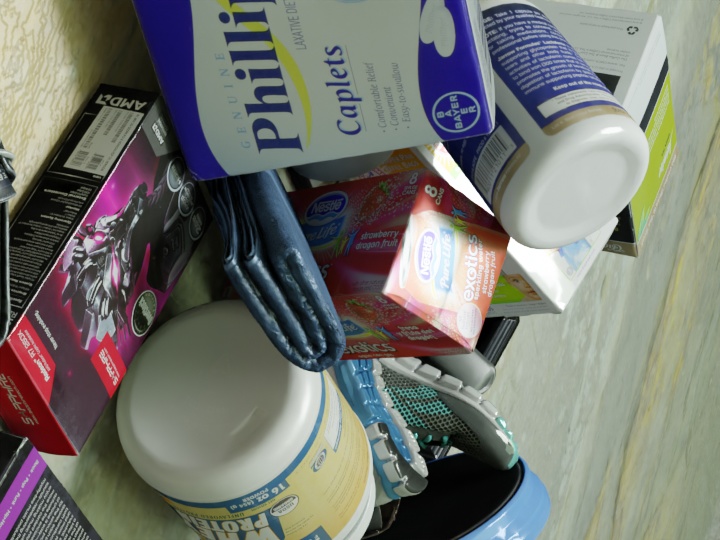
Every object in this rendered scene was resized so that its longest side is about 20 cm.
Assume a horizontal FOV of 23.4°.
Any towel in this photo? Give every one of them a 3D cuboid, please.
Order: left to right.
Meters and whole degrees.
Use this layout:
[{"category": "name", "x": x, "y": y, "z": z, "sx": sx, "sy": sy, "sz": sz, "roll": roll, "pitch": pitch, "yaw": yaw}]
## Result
[{"category": "towel", "x": -0.064, "y": -0.022, "z": 1.159, "sx": 0.112, "sy": 0.048, "sz": 0.200, "roll": 62, "pitch": 2, "yaw": -34}]

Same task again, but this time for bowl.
[{"category": "bowl", "x": 0.057, "y": 0.210, "z": 1.433, "sx": 0.201, "sy": 0.200, "sz": 0.040, "roll": -43, "pitch": 114, "yaw": -53}]

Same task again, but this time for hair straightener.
[{"category": "hair straightener", "x": 0.043, "y": 0.026, "z": 1.434, "sx": 0.041, "sy": 0.077, "sz": 0.200, "roll": -43, "pitch": 101, "yaw": -19}]

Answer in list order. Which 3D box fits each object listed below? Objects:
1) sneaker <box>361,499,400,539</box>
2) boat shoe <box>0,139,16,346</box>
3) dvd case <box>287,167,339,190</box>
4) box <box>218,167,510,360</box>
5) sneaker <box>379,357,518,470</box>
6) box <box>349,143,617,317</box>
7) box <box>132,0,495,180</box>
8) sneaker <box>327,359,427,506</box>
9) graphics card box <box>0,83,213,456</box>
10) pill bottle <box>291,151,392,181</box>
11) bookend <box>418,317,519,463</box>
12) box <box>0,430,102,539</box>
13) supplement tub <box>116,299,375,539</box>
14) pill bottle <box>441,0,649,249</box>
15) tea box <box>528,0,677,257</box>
[{"category": "sneaker", "x": -0.046, "y": 0.206, "z": 1.376, "sx": 0.200, "sy": 0.106, "sz": 0.075, "roll": -55, "pitch": 148, "yaw": -42}, {"category": "boat shoe", "x": -0.214, "y": -0.052, "z": 0.924, "sx": 0.072, "sy": 0.068, "sz": 0.201, "roll": -30, "pitch": 128, "yaw": -60}, {"category": "dvd case", "x": -0.016, "y": -0.163, "z": 1.381, "sx": 0.201, "sy": 0.017, "sz": 0.143, "roll": -65, "pitch": 153, "yaw": -28}, {"category": "box", "x": 0.000, "y": 0.000, "z": 1.252, "sx": 0.095, "sy": 0.200, "sz": 0.100, "roll": 34, "pitch": 67, "yaw": -32}, {"category": "sneaker", "x": 0.034, "y": 0.119, "z": 1.435, "sx": 0.091, "sy": 0.200, "sz": 0.078, "roll": -55, "pitch": 166, "yaw": -17}, {"category": "box", "x": 0.090, "y": -0.066, "z": 1.387, "sx": 0.200, "sy": 0.112, "sz": 0.102, "roll": 47, "pitch": 62, "yaw": -23}, {"category": "box", "x": -0.030, "y": -0.168, "z": 1.077, "sx": 0.105, "sy": 0.199, "sz": 0.184, "roll": -87, "pitch": 165, "yaw": -53}, {"category": "sneaker", "x": -0.024, "y": 0.100, "z": 1.373, "sx": 0.075, "sy": 0.086, "sz": 0.201, "roll": 25, "pitch": 39, "yaw": -57}, {"category": "graphics card box", "x": -0.168, "y": -0.001, "z": 1.076, "sx": 0.126, "sy": 0.051, "sz": 0.200, "roll": 71, "pitch": 37, "yaw": -48}, {"category": "pill bottle", "x": -0.031, "y": -0.166, "z": 1.215, "sx": 0.111, "sy": 0.111, "sz": 0.201, "roll": -56, "pitch": 144, "yaw": -41}, {"category": "bookend", "x": 0.057, "y": 0.029, "z": 1.542, "sx": 0.199, "sy": 0.092, "sz": 0.201, "roll": -56, "pitch": 147, "yaw": -40}, {"category": "box", "x": -0.217, "y": 0.209, "z": 1.085, "sx": 0.143, "sy": 0.036, "sz": 0.200, "roll": -63, "pitch": 151, "yaw": -29}, {"category": "supplement tub", "x": -0.073, "y": 0.126, "z": 1.231, "sx": 0.145, "sy": 0.144, "sz": 0.200, "roll": -68, "pitch": 154, "yaw": -22}, {"category": "pill bottle", "x": 0.105, "y": -0.120, "z": 1.226, "sx": 0.115, "sy": 0.200, "sz": 0.116, "roll": -21, "pitch": 144, "yaw": -16}, {"category": "tea box", "x": 0.170, "y": -0.134, "z": 1.587, "sx": 0.197, "sy": 0.199, "sz": 0.134, "roll": 71, "pitch": 38, "yaw": -51}]
